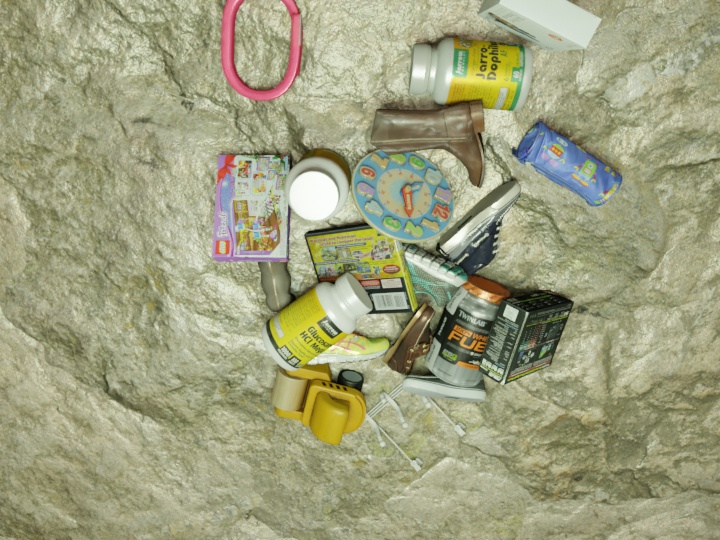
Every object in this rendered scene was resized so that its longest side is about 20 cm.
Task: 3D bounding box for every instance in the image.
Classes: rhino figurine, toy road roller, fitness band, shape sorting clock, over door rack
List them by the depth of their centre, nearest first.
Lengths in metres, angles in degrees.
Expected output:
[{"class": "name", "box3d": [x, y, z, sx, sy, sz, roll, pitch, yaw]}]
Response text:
[{"class": "fitness band", "box3d": [-0.176, -0.407, 1.049, 0.143, 0.037, 0.201, 7, 107, 2]}, {"class": "shape sorting clock", "box3d": [0.080, -0.141, 1.065, 0.200, 0.200, 0.039, 28, 149, -8]}, {"class": "rhino figurine", "box3d": [-0.170, -0.010, 1.149, 0.060, 0.087, 0.201, -9, 108, 3]}, {"class": "toy road roller", "box3d": [-0.086, 0.274, 1.209, 0.199, 0.146, 0.123, 14, 107, -4]}, {"class": "over door rack", "box3d": [0.114, 0.336, 1.267, 0.148, 0.067, 0.200, -43, 102, 14]}]

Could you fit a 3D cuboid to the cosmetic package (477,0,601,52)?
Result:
[{"class": "cosmetic package", "box3d": [0.280, -0.411, 0.950, 0.150, 0.200, 0.052, 22, 108, -5]}]

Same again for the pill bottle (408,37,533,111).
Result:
[{"class": "pill bottle", "box3d": [0.187, -0.342, 1.020, 0.199, 0.113, 0.113, 6, 108, 0]}]

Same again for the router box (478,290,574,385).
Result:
[{"class": "router box", "box3d": [0.323, 0.125, 1.136, 0.062, 0.200, 0.150, 28, 112, 39]}]

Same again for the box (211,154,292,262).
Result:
[{"class": "box", "box3d": [-0.199, -0.116, 1.091, 0.136, 0.039, 0.201, 1, 77, 1]}]

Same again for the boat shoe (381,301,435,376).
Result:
[{"class": "boat shoe", "box3d": [0.110, 0.141, 1.171, 0.070, 0.070, 0.200, 37, 139, 10]}]

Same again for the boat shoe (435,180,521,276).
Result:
[{"class": "boat shoe", "box3d": [0.247, -0.077, 1.131, 0.093, 0.075, 0.200, 44, 113, -13]}]

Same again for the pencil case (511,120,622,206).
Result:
[{"class": "pencil case", "box3d": [0.381, -0.192, 1.082, 0.200, 0.078, 0.087, 30, 77, -8]}]

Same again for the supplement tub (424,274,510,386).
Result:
[{"class": "supplement tub", "box3d": [0.214, 0.118, 1.165, 0.122, 0.123, 0.201, 17, 107, -4]}]

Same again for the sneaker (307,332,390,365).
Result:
[{"class": "sneaker", "box3d": [-0.037, 0.144, 1.206, 0.199, 0.078, 0.091, -2, 85, -10]}]

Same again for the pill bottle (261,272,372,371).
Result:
[{"class": "pill bottle", "box3d": [-0.081, 0.095, 1.115, 0.200, 0.112, 0.113, -36, 104, 13]}]

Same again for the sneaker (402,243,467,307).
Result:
[{"class": "sneaker", "box3d": [0.100, 0.003, 1.135, 0.200, 0.078, 0.091, 29, 110, 16]}]

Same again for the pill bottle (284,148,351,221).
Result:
[{"class": "pill bottle", "box3d": [-0.074, -0.151, 1.042, 0.111, 0.200, 0.111, 0, 108, 1]}]

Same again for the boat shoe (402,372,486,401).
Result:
[{"class": "boat shoe", "box3d": [0.173, 0.233, 1.213, 0.199, 0.069, 0.057, 14, 68, -26]}]

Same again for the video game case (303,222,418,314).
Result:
[{"class": "video game case", "box3d": [0.000, 0.000, 1.138, 0.199, 0.025, 0.181, -5, 110, 31]}]

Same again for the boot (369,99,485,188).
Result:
[{"class": "boot", "box3d": [0.123, -0.218, 1.060, 0.199, 0.064, 0.187, -6, 133, 9]}]
